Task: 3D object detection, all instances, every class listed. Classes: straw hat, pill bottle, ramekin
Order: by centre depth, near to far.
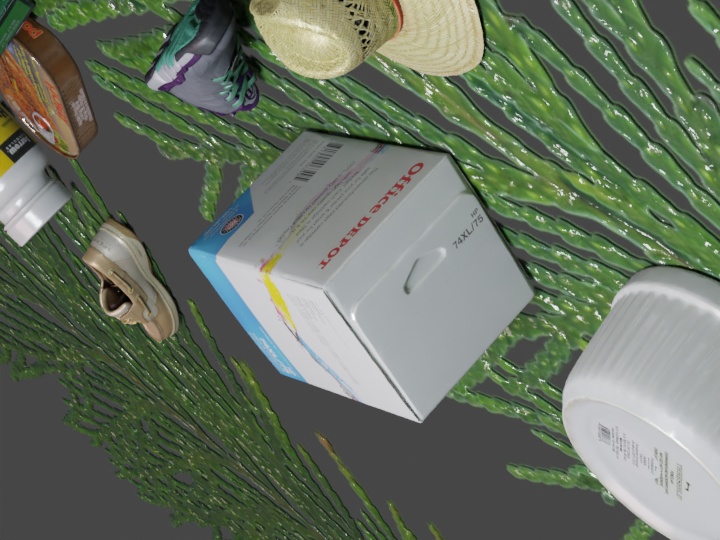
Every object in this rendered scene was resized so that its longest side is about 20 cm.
[{"bbox_3d":[-0.022,-0.174,1.230,0.201,0.085,0.201,38,160,16],"label":"straw hat"},{"bbox_3d":[0.230,0.105,1.279,0.200,0.105,0.201,38,161,16],"label":"ramekin"},{"bbox_3d":[-0.416,-0.125,2.077,0.200,0.111,0.111,45,161,-8],"label":"pill bottle"}]

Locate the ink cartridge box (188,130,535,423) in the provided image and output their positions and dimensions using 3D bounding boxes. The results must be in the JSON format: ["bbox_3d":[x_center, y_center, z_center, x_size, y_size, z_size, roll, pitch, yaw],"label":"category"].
[{"bbox_3d":[0.000,0.000,1.454,0.199,0.147,0.146,15,146,55],"label":"ink cartridge box"}]

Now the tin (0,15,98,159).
[{"bbox_3d":[-0.315,-0.185,1.865,0.112,0.042,0.200,41,161,21],"label":"tin"}]

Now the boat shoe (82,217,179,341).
[{"bbox_3d":[-0.268,0.023,2.152,0.073,0.069,0.201,29,156,34],"label":"boat shoe"}]

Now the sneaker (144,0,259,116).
[{"bbox_3d":[-0.106,-0.165,1.471,0.087,0.075,0.200,30,171,-12],"label":"sneaker"}]

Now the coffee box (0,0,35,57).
[{"bbox_3d":[-0.415,-0.256,1.786,0.199,0.123,0.044,33,179,24],"label":"coffee box"}]
